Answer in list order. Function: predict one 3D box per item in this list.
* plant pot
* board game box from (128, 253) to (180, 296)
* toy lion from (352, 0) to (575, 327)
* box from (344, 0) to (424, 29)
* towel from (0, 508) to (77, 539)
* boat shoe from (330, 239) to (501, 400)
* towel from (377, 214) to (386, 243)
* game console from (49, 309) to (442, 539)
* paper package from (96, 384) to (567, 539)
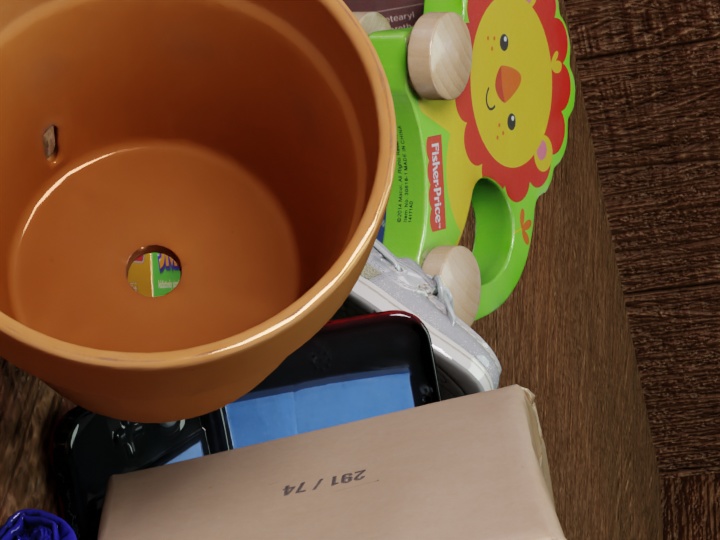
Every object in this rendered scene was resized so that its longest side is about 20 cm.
[{"bbox_3d":[-0.087,-0.026,1.023,0.140,0.199,0.201,95,-7,-65],"label":"plant pot"},{"bbox_3d":[-0.101,0.042,1.267,0.096,0.030,0.201,49,38,-70],"label":"board game box"},{"bbox_3d":[0.063,-0.076,1.365,0.191,0.068,0.201,-14,103,-56],"label":"toy lion"},{"bbox_3d":[-0.016,-0.171,1.471,0.166,0.163,0.201,-62,143,-69],"label":"box"},{"bbox_3d":[-0.116,0.218,1.030,0.148,0.049,0.201,-79,158,-55],"label":"towel"},{"bbox_3d":[0.000,0.001,1.261,0.065,0.202,0.075,-41,149,-22],"label":"boat shoe"},{"bbox_3d":[0.001,0.036,1.393,0.145,0.024,0.201,35,66,-69],"label":"towel"},{"bbox_3d":[-0.040,0.138,1.170,0.172,0.118,0.201,-32,115,-57],"label":"game console"},{"bbox_3d":[-0.007,0.141,1.038,0.191,0.199,0.104,-95,172,-74],"label":"paper package"}]
